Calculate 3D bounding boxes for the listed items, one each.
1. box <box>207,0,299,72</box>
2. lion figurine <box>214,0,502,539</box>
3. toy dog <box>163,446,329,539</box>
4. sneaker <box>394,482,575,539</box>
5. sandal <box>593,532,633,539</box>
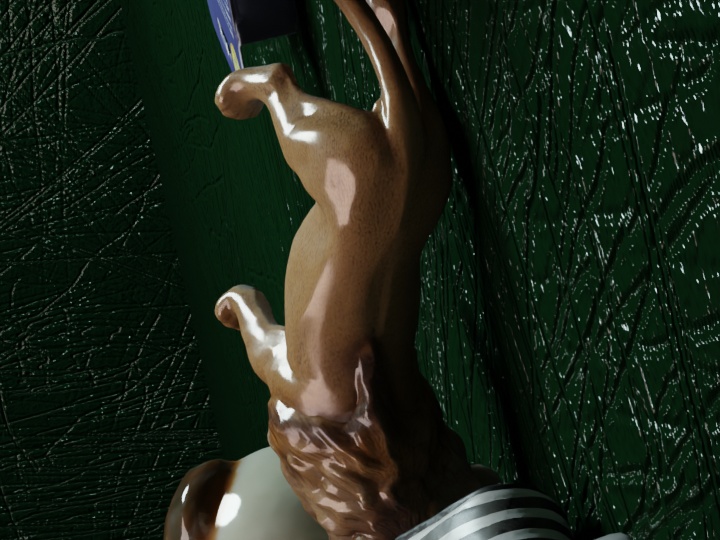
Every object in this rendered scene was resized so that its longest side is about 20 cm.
[{"bbox_3d":[-0.061,-0.180,1.157,0.121,0.032,0.200,-115,14,-62],"label":"box"},{"bbox_3d":[0.000,0.000,0.841,0.123,0.072,0.200,-123,23,-51],"label":"lion figurine"},{"bbox_3d":[-0.015,0.149,1.022,0.200,0.139,0.194,-109,10,-54],"label":"toy dog"},{"bbox_3d":[0.050,0.144,0.785,0.115,0.076,0.201,-98,7,-52],"label":"sneaker"},{"bbox_3d":[0.071,0.079,0.461,0.082,0.050,0.203,59,-177,11],"label":"sandal"}]
